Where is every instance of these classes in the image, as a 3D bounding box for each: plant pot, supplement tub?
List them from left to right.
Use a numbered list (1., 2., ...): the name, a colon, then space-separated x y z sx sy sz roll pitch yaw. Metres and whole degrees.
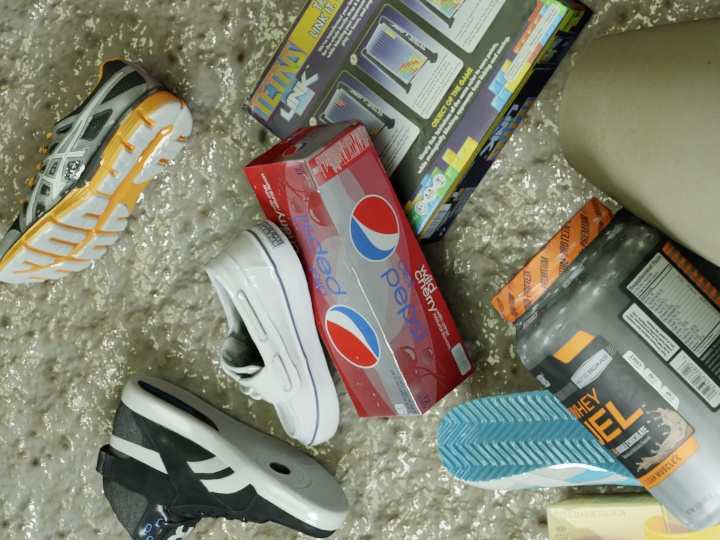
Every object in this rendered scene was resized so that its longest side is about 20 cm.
1. supplement tub: 0.185 0.057 1.516 0.200 0.123 0.123 45 109 3
2. plant pot: 0.233 -0.085 1.518 0.200 0.187 0.188 16 100 35

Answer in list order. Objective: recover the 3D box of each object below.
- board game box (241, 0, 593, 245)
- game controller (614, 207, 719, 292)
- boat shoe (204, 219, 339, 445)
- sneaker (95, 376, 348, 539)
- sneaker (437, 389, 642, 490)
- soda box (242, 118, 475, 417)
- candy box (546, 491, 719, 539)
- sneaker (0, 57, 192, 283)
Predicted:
1. board game box: 0.037 -0.145 1.648 0.165 0.057 0.200 40 108 17
2. game controller: 0.244 0.030 1.589 0.200 0.042 0.105 25 89 19
3. boat shoe: -0.067 0.053 1.650 0.074 0.065 0.200 42 154 46
4. sneaker: -0.103 0.168 1.729 0.200 0.073 0.112 30 108 27
5. sneaker: 0.152 0.110 1.611 0.199 0.081 0.077 0 83 2
6. soda box: 0.000 0.000 1.626 0.070 0.063 0.201 -5 115 49
7. candy box: 0.229 0.207 1.593 0.199 0.055 0.116 -4 92 23
8. sneaker: -0.206 -0.070 1.753 0.200 0.078 0.077 -47 63 16
